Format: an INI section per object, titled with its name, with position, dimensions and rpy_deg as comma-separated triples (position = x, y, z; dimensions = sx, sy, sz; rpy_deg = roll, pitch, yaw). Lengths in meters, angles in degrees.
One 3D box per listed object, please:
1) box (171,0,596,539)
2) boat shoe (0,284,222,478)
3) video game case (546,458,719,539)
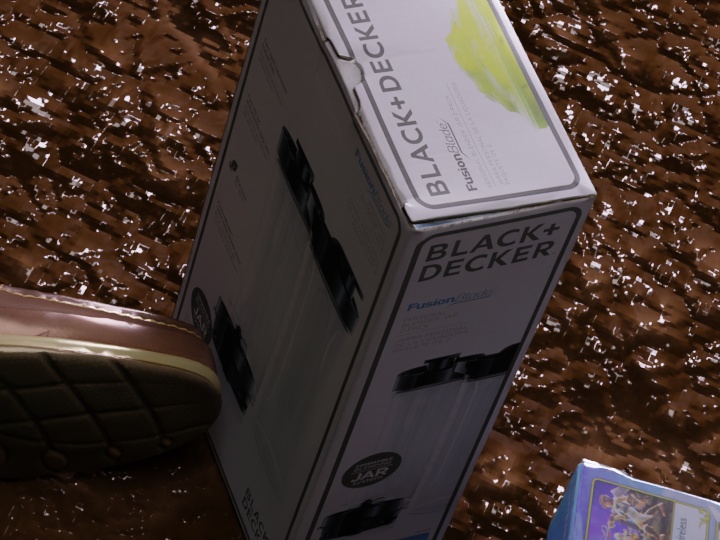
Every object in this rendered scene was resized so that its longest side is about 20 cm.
[box]
position = 0.000, 0.000, 0.867
dimensions = 0.060, 0.200, 0.117
rpy_deg = -9, 55, -22
[boat shoe]
position = -0.143, 0.020, 0.894
dimensions = 0.199, 0.072, 0.068
rpy_deg = 4, 53, -10
[video game case]
position = 0.137, 0.172, 0.869
dimensions = 0.181, 0.046, 0.200
rpy_deg = 17, 50, -5
